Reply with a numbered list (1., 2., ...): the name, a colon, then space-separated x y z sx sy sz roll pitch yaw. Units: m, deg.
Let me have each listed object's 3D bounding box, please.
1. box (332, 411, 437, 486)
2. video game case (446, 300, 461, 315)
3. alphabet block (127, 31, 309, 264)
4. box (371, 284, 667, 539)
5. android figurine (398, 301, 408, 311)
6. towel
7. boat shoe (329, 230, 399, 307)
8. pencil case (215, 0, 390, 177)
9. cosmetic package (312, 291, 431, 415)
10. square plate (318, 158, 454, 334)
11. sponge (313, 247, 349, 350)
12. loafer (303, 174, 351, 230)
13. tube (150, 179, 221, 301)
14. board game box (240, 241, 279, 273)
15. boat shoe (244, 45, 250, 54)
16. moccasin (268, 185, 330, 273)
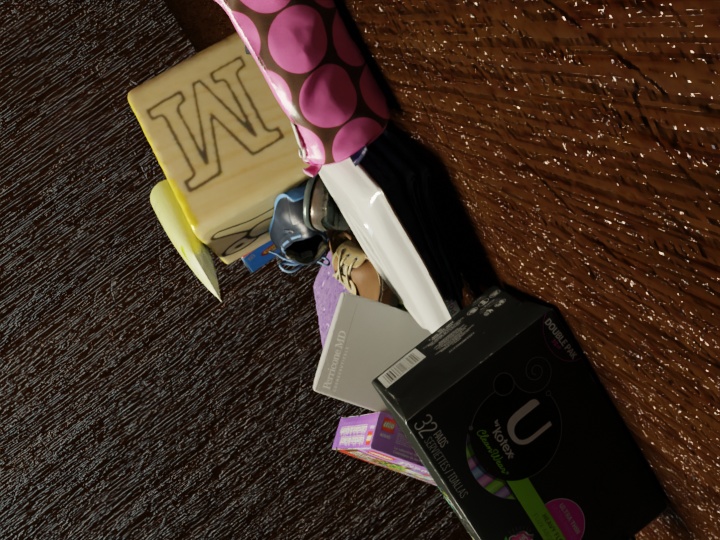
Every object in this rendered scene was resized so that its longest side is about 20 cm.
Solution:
1. box: 0.080 0.201 0.869 0.196 0.040 0.137 22 162 -13
2. video game case: 0.066 -0.012 1.069 0.201 0.023 0.184 51 174 47
3. alphabet block: -0.141 -0.154 1.030 0.199 0.197 0.196 61 176 11
4. box: 0.128 0.144 0.692 0.202 0.147 0.124 56 175 -13
5. android figurine: 0.037 0.090 1.048 0.202 0.040 0.186 109 164 -52
6. towel: 0.046 -0.056 0.805 0.112 0.048 0.201 53 176 38
7. boat shoe: 0.000 0.000 1.001 0.201 0.072 0.077 -117 39 -66
8. pencil case: -0.053 -0.182 0.670 0.202 0.093 0.091 58 174 -24
9. cosmetic package: 0.056 0.100 0.853 0.195 0.110 0.090 16 177 -5
10. square plate: 0.018 -0.031 0.787 0.200 0.028 0.200 60 176 -33
11. sponge: -0.021 0.054 1.095 0.029 0.113 0.203 11 -141 -23
12. loafer: -0.012 -0.081 0.926 0.200 0.061 0.074 -31 -51 -76
13. tube: -0.220 -0.045 1.044 0.057 0.053 0.201 12 -152 -37
14. board game box: -0.133 -0.137 1.196 0.197 0.198 0.056 52 175 22
15. boat shoe: -0.091 -0.240 0.877 0.202 0.062 0.075 55 174 -5
16. moccasin: -0.076 -0.036 1.010 0.200 0.079 0.070 83 166 -76
